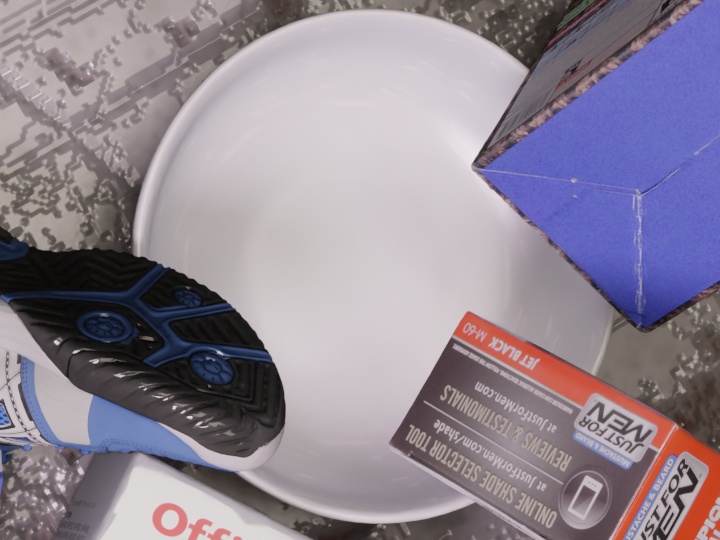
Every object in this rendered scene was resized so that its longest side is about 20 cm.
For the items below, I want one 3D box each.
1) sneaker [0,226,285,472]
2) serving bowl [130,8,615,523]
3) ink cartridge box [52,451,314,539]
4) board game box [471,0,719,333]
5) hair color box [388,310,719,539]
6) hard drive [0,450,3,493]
[{"bbox_3d":[-0.116,0.035,0.886,0.199,0.076,0.078,20,119,21],"label":"sneaker"},{"bbox_3d":[0.000,0.000,0.960,0.198,0.066,0.202,2,85,-17],"label":"serving bowl"},{"bbox_3d":[-0.074,0.187,0.914,0.145,0.083,0.201,28,79,-13],"label":"ink cartridge box"},{"bbox_3d":[0.157,-0.100,0.927,0.097,0.159,0.200,43,45,-11],"label":"board game box"},{"bbox_3d":[0.114,0.095,0.914,0.200,0.111,0.064,32,88,-48],"label":"hair color box"},{"bbox_3d":[-0.239,0.112,0.862,0.198,0.025,0.133,7,121,-17],"label":"hard drive"}]
